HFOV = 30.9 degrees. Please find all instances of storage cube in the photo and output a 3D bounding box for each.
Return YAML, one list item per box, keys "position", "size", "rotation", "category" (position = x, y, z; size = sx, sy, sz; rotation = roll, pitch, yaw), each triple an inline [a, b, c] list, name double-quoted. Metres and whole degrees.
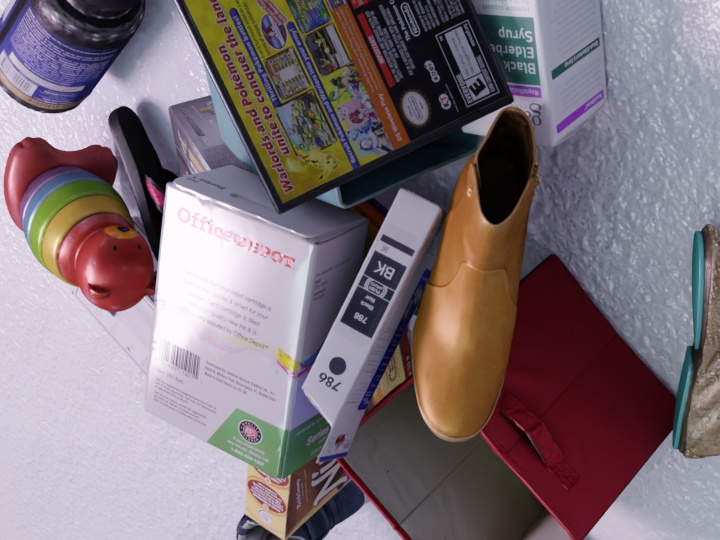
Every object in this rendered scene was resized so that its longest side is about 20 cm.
- position: [0.117, 0.129, 1.048]
  size: [0.171, 0.179, 0.200]
  rotation: [49, 142, 4]
  category: "storage cube"

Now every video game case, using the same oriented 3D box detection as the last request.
- position: [-0.019, -0.166, 0.869]
  size: [0.179, 0.026, 0.202]
  rotation: [-24, 102, 8]
  category: "video game case"

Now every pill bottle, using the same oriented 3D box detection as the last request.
- position: [-0.267, -0.238, 1.210]
  size: [0.112, 0.112, 0.200]
  rotation: [54, 141, -1]
  category: "pill bottle"

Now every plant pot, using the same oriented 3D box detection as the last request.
- position: [-0.033, -0.148, 1.018]
  size: [0.199, 0.140, 0.143]
  rotation: [13, 122, 51]
  category: "plant pot"

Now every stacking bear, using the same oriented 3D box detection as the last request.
- position: [-0.269, -0.034, 1.293]
  size: [0.200, 0.120, 0.115]
  rotation: [44, 120, 43]
  category: "stacking bear"

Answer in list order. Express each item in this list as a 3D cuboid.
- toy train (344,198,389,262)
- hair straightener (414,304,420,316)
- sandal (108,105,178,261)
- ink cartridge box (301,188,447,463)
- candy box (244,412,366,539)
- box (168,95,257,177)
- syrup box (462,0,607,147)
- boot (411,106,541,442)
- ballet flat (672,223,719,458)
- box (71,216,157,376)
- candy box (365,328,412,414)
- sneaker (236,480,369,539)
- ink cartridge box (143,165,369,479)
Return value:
- position: [-0.026, -0.051, 1.070]
  size: [0.199, 0.116, 0.085]
  rotation: [40, 99, -1]
  category: "toy train"
- position: [0.000, 0.000, 1.177]
  size: [0.198, 0.041, 0.078]
  rotation: [17, 130, 36]
  category: "hair straightener"
- position: [-0.193, -0.072, 1.300]
  size: [0.045, 0.075, 0.202]
  rotation: [-19, 99, 13]
  category: "sandal"
- position: [0.008, 0.042, 0.961]
  size: [0.039, 0.202, 0.099]
  rotation: [25, 180, 12]
  category: "ink cartridge box"
- position: [-0.046, 0.133, 1.175]
  size: [0.056, 0.116, 0.202]
  rotation: [27, 131, 26]
  category: "candy box"
- position: [-0.115, -0.047, 1.183]
  size: [0.200, 0.048, 0.160]
  rotation: [-129, 28, -54]
  category: "box"
- position: [0.110, -0.194, 0.891]
  size: [0.078, 0.081, 0.202]
  rotation: [14, 126, 37]
  category: "syrup box"
- position: [0.078, 0.003, 0.882]
  size: [0.070, 0.204, 0.144]
  rotation: [9, 159, 1]
  category: "boot"
- position: [0.267, 0.054, 0.947]
  size: [0.064, 0.071, 0.202]
  rotation: [4, 128, 11]
  category: "ballet flat"
- position: [-0.219, 0.053, 1.421]
  size: [0.200, 0.060, 0.117]
  rotation: [45, 141, 9]
  category: "box"
- position: [-0.038, 0.087, 1.268]
  size: [0.198, 0.055, 0.117]
  rotation: [14, 127, 38]
  category: "candy box"
- position: [-0.099, 0.202, 1.347]
  size: [0.202, 0.146, 0.077]
  rotation: [41, 141, 17]
  category: "sneaker"
- position: [-0.084, 0.036, 1.021]
  size: [0.144, 0.084, 0.202]
  rotation: [22, 115, 27]
  category: "ink cartridge box"
